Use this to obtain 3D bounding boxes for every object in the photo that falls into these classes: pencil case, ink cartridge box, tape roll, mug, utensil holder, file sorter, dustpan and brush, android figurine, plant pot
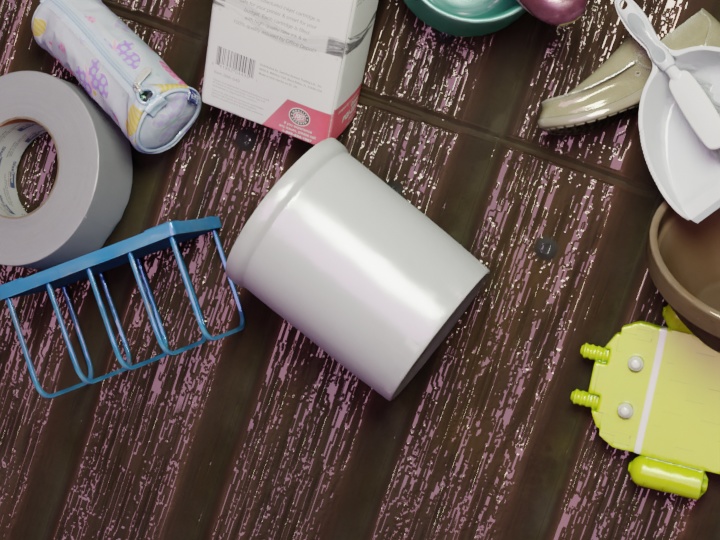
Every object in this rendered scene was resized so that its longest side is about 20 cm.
[{"bbox_3d":[-0.249,-0.205,1.302,0.083,0.091,0.200,-49,65,10],"label":"pencil case"},{"bbox_3d":[-0.065,-0.242,1.238,0.145,0.085,0.201,22,128,12],"label":"ink cartridge box"},{"bbox_3d":[-0.338,-0.102,1.343,0.198,0.066,0.202,-2,85,22],"label":"tape roll"},{"bbox_3d":[0.117,-0.306,1.212,0.184,0.114,0.153,-30,91,-2],"label":"mug"},{"bbox_3d":[0.000,0.000,1.228,0.199,0.170,0.171,38,100,8],"label":"utensil holder"},{"bbox_3d":[-0.234,0.036,1.304,0.198,0.139,0.124,-20,91,14],"label":"file sorter"},{"bbox_3d":[0.286,-0.162,1.138,0.139,0.057,0.201,-40,62,26],"label":"dustpan and brush"},{"bbox_3d":[0.301,0.119,1.222,0.198,0.041,0.184,14,95,11],"label":"android figurine"},{"bbox_3d":[0.350,0.014,1.158,0.199,0.201,0.093,17,136,13],"label":"plant pot"}]

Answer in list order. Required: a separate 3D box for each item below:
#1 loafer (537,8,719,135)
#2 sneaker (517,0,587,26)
[{"bbox_3d":[0.255,-0.185,1.211,0.198,0.076,0.069,-21,85,4],"label":"loafer"},{"bbox_3d":[0.148,-0.310,1.110,0.074,0.090,0.202,-21,90,-3],"label":"sneaker"}]
